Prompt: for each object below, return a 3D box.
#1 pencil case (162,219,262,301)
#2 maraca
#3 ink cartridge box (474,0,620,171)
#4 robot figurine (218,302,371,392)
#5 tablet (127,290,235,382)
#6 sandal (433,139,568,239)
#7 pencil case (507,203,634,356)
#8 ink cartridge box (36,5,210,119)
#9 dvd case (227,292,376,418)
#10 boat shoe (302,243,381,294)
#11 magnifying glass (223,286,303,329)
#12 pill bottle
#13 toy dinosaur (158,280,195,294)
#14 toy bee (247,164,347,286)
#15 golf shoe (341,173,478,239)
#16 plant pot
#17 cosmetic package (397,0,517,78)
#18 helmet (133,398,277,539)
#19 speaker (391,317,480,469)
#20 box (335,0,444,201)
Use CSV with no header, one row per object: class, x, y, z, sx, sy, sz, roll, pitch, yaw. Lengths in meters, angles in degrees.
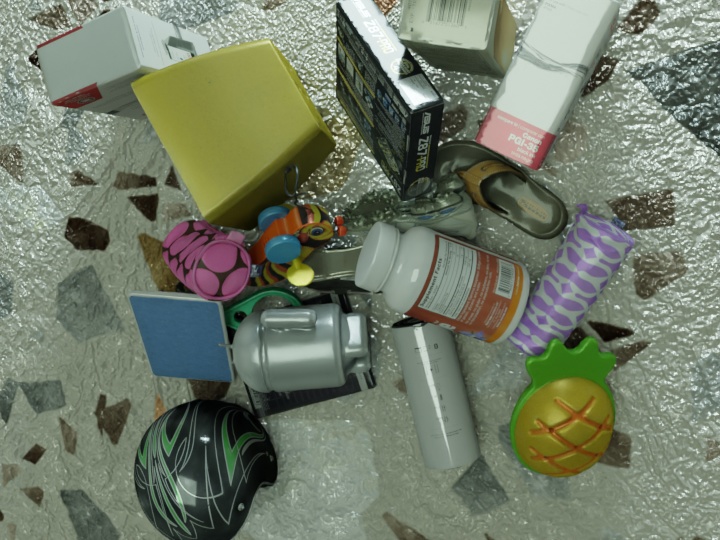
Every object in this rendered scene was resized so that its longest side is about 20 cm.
pencil case,-0.209,-0.021,1.047,0.090,0.200,0.094,14,94,-30
maraca,0.256,0.174,0.968,0.136,0.107,0.201,-3,114,-9
ink cartridge box,0.221,-0.226,0.907,0.083,0.146,0.201,28,106,11
robot figurine,-0.086,0.105,1.045,0.199,0.113,0.170,-5,139,2
tablet,-0.252,0.097,1.103,0.129,0.014,0.201,4,138,2
sandal,0.172,-0.103,0.990,0.200,0.055,0.082,35,107,10
pencil case,0.256,0.017,0.965,0.085,0.084,0.201,37,108,22
ink cartridge box,-0.307,-0.273,1.046,0.146,0.200,0.083,-16,90,19
dvd case,-0.090,0.124,1.131,0.199,0.016,0.149,-18,91,20
boat shoe,0.000,0.000,1.069,0.199,0.057,0.067,1,71,14
magnifying glass,-0.178,0.065,1.099,0.199,0.022,0.080,-2,112,2
pill bottle,0.099,0.011,0.965,0.199,0.112,0.113,19,105,-12
toy dinosaur,-0.250,0.077,1.145,0.102,0.077,0.201,22,101,21
toy bee,-0.077,-0.041,1.012,0.200,0.108,0.132,-29,60,55
golf shoe,0.062,-0.060,1.024,0.199,0.078,0.097,-4,135,38
plant pot,-0.145,-0.186,1.016,0.176,0.200,0.201,-30,86,7
cosmetic package,0.119,-0.281,0.904,0.105,0.200,0.071,12,98,15
helmet,-0.228,0.289,1.107,0.199,0.191,0.201,3,98,18
speaker,0.102,0.162,1.039,0.081,0.081,0.201,-13,94,19
box,0.029,-0.208,0.935,0.049,0.161,0.200,-21,60,-16
